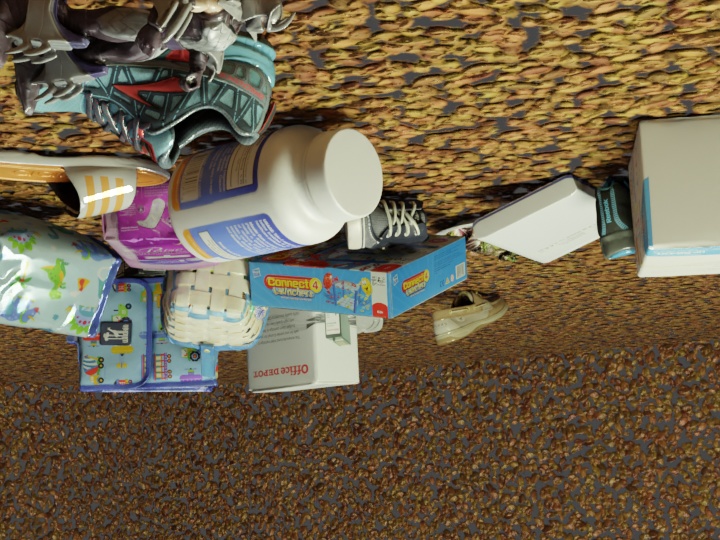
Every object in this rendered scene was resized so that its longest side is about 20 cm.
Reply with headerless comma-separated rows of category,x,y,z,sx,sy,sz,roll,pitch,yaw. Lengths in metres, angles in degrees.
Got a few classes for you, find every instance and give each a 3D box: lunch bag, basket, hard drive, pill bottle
lunch bag,-0.297,0.088,1.800,0.198,0.152,0.094,-1,170,-12
basket,-0.181,0.029,1.675,0.138,0.178,0.200,7,161,-6
hard drive,0.232,-0.058,1.585,0.131,0.026,0.200,-27,160,24
lunch bag,-0.401,-0.011,1.523,0.169,0.128,0.200,13,-165,-43
pill bottle,-0.079,-0.075,1.257,0.199,0.113,0.112,-9,168,40

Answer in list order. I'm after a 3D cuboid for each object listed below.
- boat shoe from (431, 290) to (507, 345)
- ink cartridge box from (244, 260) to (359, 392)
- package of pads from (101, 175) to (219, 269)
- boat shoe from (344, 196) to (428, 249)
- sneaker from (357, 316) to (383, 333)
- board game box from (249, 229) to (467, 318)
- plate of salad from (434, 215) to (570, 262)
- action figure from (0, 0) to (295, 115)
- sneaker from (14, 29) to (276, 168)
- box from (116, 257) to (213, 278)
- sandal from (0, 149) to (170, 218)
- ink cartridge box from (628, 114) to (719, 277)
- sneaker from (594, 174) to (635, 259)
boat shoe,0.191,0.069,2.332,0.073,0.070,0.200,-18,-176,37
ink cartridge box,-0.082,0.061,1.804,0.084,0.202,0.145,6,168,-44
package of pads,-0.217,-0.051,1.488,0.119,0.076,0.200,-4,171,-3
boat shoe,0.029,-0.062,1.513,0.092,0.075,0.200,-7,180,3
sneaker,0.010,0.019,1.996,0.076,0.081,0.200,3,150,-14
board game box,0.000,0.000,1.615,0.195,0.056,0.200,4,-165,30
plate of salad,0.194,-0.038,1.743,0.198,0.048,0.200,-2,171,0
action figure,-0.140,-0.157,0.886,0.198,0.070,0.130,-6,165,7
sneaker,-0.162,-0.124,0.985,0.198,0.096,0.079,-3,170,8
box,-0.253,0.002,1.891,0.199,0.045,0.160,4,168,-33
sandal,-0.294,-0.081,1.331,0.205,0.060,0.079,1,170,-21
ink cartridge box,0.340,-0.068,1.339,0.124,0.130,0.200,-3,170,7
sneaker,0.315,-0.074,1.501,0.073,0.083,0.200,-15,-175,25
